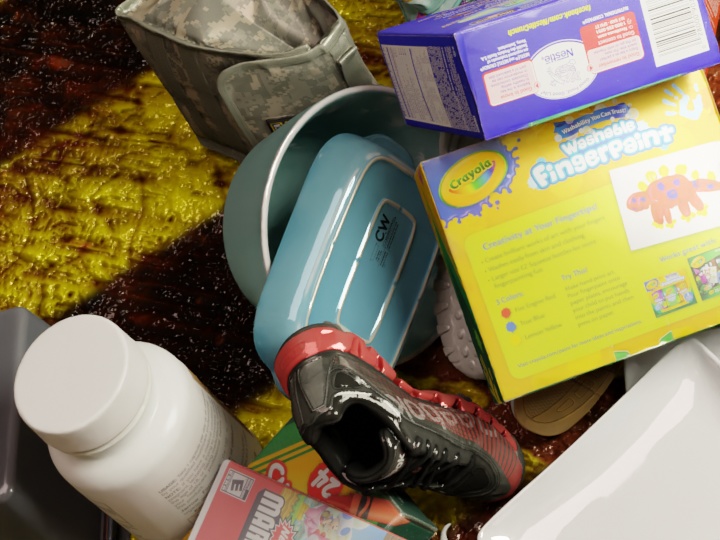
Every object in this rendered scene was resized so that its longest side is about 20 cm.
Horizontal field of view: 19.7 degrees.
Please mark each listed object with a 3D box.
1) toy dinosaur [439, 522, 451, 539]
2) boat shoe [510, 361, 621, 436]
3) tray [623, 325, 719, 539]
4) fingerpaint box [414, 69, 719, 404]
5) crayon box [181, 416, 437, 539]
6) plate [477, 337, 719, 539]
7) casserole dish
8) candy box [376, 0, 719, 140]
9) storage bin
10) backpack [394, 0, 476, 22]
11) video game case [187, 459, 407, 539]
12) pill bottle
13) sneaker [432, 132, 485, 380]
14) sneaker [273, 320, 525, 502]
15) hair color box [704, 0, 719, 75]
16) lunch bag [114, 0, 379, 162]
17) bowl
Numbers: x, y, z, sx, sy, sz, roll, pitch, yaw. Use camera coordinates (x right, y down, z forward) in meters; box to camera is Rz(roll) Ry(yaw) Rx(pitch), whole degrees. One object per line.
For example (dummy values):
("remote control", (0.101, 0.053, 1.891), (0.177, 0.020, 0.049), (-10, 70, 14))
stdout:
("toy dinosaur", (0.062, 0.258, 1.345), (0.102, 0.077, 0.200), (-44, 49, 7))
("boat shoe", (0.151, 0.019, 1.452), (0.201, 0.070, 0.069), (-66, 21, -6))
("tray", (0.233, 0.131, 1.365), (0.106, 0.022, 0.202), (-14, 57, 20))
("fingerpaint box", (0.155, -0.023, 1.377), (0.198, 0.073, 0.168), (-20, 86, -4))
("crayon box", (-0.056, 0.205, 1.433), (0.200, 0.051, 0.127), (-49, 50, 8))
("plate", (0.204, 0.172, 1.322), (0.199, 0.032, 0.200), (-42, 52, -2))
("casserole dish", (0.000, 0.000, 1.432), (0.039, 0.121, 0.201), (2, 66, 49))
("candy box", (0.119, -0.148, 1.378), (0.168, 0.078, 0.200), (-18, 11, -10))
("storage bin", (-0.264, 0.131, 1.550), (0.144, 0.134, 0.202), (-13, 56, 20))
("backpack", (0.094, -0.277, 1.560), (0.200, 0.153, 0.177), (-43, 43, 23))
("video game case", (-0.047, 0.222, 1.374), (0.199, 0.017, 0.144), (19, 81, 39))
("pill bottle", (-0.155, 0.116, 1.461), (0.113, 0.200, 0.115), (-12, 57, 19))
("sneaker", (0.103, -0.020, 1.491), (0.076, 0.080, 0.202), (-3, 79, 40))
("sneaker", (0.030, 0.115, 1.372), (0.071, 0.200, 0.098), (-46, 29, 26))
("hair color box", (0.204, -0.168, 1.532), (0.101, 0.061, 0.202), (1, 62, 28))
("lunch bag", (-0.064, -0.150, 1.594), (0.199, 0.164, 0.118), (26, 70, 36))
("bowl", (-0.021, -0.031, 1.504), (0.105, 0.200, 0.202), (1, 60, 51))
